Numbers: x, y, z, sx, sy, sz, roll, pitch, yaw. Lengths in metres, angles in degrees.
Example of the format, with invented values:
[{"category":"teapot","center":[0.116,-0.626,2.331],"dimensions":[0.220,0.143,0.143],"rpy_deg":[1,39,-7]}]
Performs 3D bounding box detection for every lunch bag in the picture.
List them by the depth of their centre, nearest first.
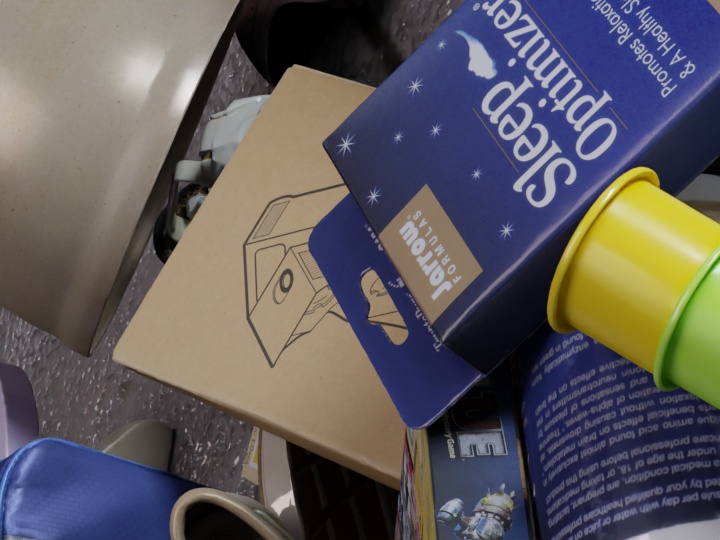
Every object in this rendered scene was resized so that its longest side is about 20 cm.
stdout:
[{"category":"lunch bag","center":[-0.115,0.161,0.997],"dimensions":[0.132,0.199,0.137],"rpy_deg":[-35,46,45]}]

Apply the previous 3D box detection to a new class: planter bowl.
[{"category":"planter bowl","center":[-0.157,-0.075,1.106],"dimensions":[0.200,0.134,0.201],"rpy_deg":[-156,90,-88]}]

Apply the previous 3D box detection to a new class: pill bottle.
[{"category":"pill bottle","center":[0.113,0.078,0.743],"dimensions":[0.111,0.110,0.201],"rpy_deg":[-40,43,44]}]

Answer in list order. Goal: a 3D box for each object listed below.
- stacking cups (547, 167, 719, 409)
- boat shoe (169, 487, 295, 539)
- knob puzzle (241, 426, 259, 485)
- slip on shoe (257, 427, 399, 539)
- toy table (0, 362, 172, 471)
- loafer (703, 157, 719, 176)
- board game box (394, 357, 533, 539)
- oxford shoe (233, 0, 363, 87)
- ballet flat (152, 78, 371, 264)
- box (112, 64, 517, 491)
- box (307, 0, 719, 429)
[{"category":"stacking cups","center":[0.152,0.044,0.662],"dimensions":[0.200,0.060,0.061],"rpy_deg":[34,108,22]},{"category":"boat shoe","center":[-0.011,0.170,0.865],"dimensions":[0.072,0.065,0.200],"rpy_deg":[-36,75,-7]},{"category":"knob puzzle","center":[0.006,0.028,1.030],"dimensions":[0.219,0.030,0.221],"rpy_deg":[-34,48,48]},{"category":"slip on shoe","center":[-0.017,0.139,0.957],"dimensions":[0.060,0.076,0.201],"rpy_deg":[-29,65,39]},{"category":"toy table","center":[-0.166,0.159,1.168],"dimensions":[0.184,0.117,0.201],"rpy_deg":[8,83,60]},{"category":"loafer","center":[0.134,-0.115,0.860],"dimensions":[0.071,0.072,0.201],"rpy_deg":[79,-164,-77]},{"category":"board game box","center":[0.037,0.138,0.767],"dimensions":[0.201,0.034,0.136],"rpy_deg":[-94,6,-45]},{"category":"oxford shoe","center":[-0.005,-0.175,1.120],"dimensions":[0.200,0.071,0.073],"rpy_deg":[-55,43,44]},{"category":"ballet flat","center":[-0.056,-0.044,1.097],"dimensions":[0.200,0.073,0.073],"rpy_deg":[139,138,-59]},{"category":"box","center":[0.000,0.000,0.950],"dimensions":[0.199,0.021,0.164],"rpy_deg":[20,72,41]},{"category":"box","center":[0.060,-0.050,0.761],"dimensions":[0.200,0.032,0.121],"rpy_deg":[-45,42,13]}]
